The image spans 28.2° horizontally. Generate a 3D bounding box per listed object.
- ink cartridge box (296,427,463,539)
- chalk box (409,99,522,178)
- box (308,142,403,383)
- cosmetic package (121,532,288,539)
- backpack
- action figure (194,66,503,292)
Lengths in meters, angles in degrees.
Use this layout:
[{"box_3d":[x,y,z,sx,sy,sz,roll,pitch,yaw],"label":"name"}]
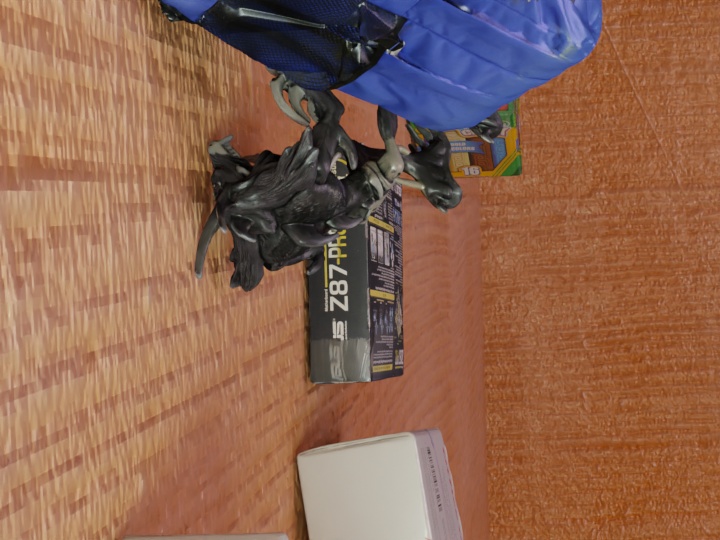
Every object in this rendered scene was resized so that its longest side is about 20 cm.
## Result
[{"box_3d":[0.023,0.189,0.994,0.200,0.084,0.150,41,38,-80],"label":"ink cartridge box"},{"box_3d":[0.121,-0.206,1.656,0.200,0.122,0.127,69,20,-66],"label":"chalk box"},{"box_3d":[0.000,0.000,1.056,0.200,0.048,0.164,14,73,-81],"label":"box"},{"box_3d":[-0.067,0.188,0.485,0.200,0.070,0.103,-73,160,-65],"label":"cosmetic package"},{"box_3d":[0.027,-0.160,0.648,0.199,0.167,0.165,26,60,-35],"label":"backpack"},{"box_3d":[-0.022,-0.060,0.744,0.199,0.102,0.120,-21,148,-42],"label":"action figure"}]
